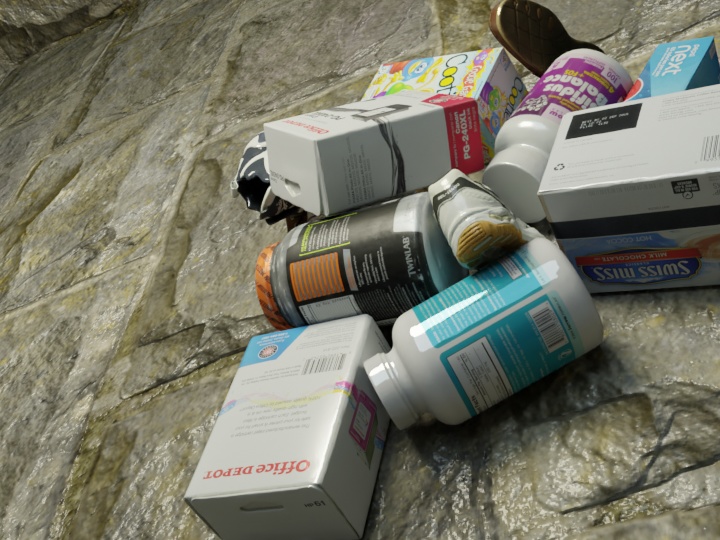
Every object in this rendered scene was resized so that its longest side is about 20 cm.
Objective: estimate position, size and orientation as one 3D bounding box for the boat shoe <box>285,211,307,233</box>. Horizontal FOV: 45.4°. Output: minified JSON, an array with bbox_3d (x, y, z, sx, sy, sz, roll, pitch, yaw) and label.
[{"bbox_3d":[-0.068,-0.058,1.111,0.072,0.068,0.200,-29,32,2],"label":"boat shoe"}]

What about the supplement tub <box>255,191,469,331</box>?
[{"bbox_3d":[0.000,0.000,0.876,0.199,0.123,0.123,-12,37,26],"label":"supplement tub"}]

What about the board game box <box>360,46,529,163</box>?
[{"bbox_3d":[0.107,-0.209,1.128,0.199,0.103,0.105,4,57,42],"label":"board game box"}]

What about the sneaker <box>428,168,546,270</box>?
[{"bbox_3d":[0.123,-0.044,0.824,0.075,0.200,0.088,-34,69,10],"label":"sneaker"}]

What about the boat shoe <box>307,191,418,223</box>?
[{"bbox_3d":[0.036,-0.077,0.988,0.198,0.071,0.070,-5,70,1],"label":"boat shoe"}]

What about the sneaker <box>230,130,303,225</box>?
[{"bbox_3d":[-0.066,-0.094,1.037,0.198,0.080,0.130,21,47,8],"label":"sneaker"}]

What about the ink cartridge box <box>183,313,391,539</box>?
[{"bbox_3d":[-0.056,0.149,0.805,0.144,0.085,0.201,-13,36,27],"label":"ink cartridge box"}]

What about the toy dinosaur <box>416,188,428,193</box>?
[{"bbox_3d":[0.052,-0.107,1.092,0.101,0.058,0.200,-43,34,-17],"label":"toy dinosaur"}]

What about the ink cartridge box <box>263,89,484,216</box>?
[{"bbox_3d":[0.012,-0.135,0.942,0.199,0.084,0.145,-18,22,-24],"label":"ink cartridge box"}]

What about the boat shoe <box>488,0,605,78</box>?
[{"bbox_3d":[0.225,-0.274,1.075,0.067,0.199,0.073,10,83,53],"label":"boat shoe"}]

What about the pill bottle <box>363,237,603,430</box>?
[{"bbox_3d":[0.105,0.063,0.767,0.199,0.111,0.111,-29,32,2],"label":"pill bottle"}]

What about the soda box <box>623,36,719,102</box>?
[{"bbox_3d":[0.334,-0.174,0.949,0.067,0.064,0.200,4,45,42],"label":"soda box"}]

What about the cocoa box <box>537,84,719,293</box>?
[{"bbox_3d":[0.286,-0.073,0.786,0.199,0.132,0.134,-5,40,34],"label":"cocoa box"}]

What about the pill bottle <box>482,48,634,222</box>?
[{"bbox_3d":[0.219,-0.149,0.962,0.112,0.113,0.200,7,48,44],"label":"pill bottle"}]
